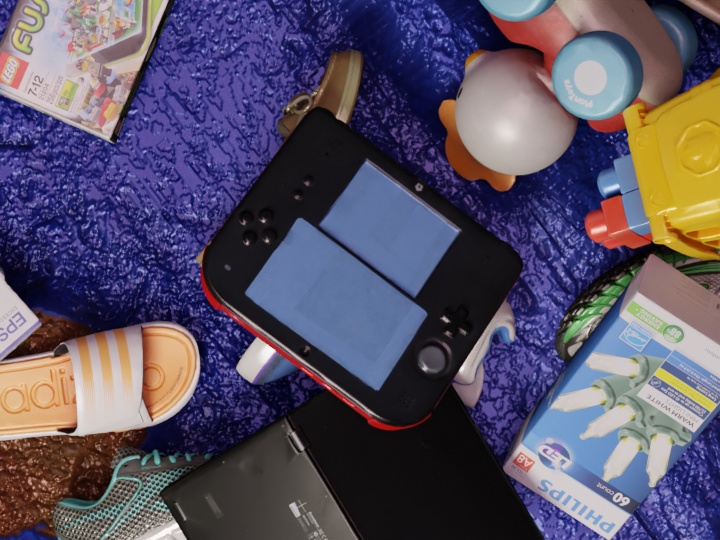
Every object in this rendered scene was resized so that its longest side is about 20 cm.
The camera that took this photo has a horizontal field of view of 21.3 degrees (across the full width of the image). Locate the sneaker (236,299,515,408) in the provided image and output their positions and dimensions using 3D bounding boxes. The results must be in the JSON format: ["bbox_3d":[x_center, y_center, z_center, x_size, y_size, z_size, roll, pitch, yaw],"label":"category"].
[{"bbox_3d":[0.022,0.061,1.452,0.200,0.081,0.147,-39,85,-8],"label":"sneaker"}]

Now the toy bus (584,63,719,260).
[{"bbox_3d":[0.263,-0.062,1.375,0.191,0.200,0.137,-21,72,27],"label":"toy bus"}]

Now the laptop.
[{"bbox_3d":[-0.006,0.183,1.410,0.199,0.116,0.188,-32,89,26],"label":"laptop"}]

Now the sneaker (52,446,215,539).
[{"bbox_3d":[-0.148,0.166,1.452,0.199,0.078,0.092,-33,85,-4],"label":"sneaker"}]

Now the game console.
[{"bbox_3d":[0.000,0.000,1.385,0.199,0.031,0.177,37,69,-3],"label":"game console"}]

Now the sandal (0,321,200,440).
[{"bbox_3d":[-0.222,0.093,1.457,0.205,0.059,0.080,-13,89,-2],"label":"sandal"}]

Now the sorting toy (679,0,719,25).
[{"bbox_3d":[0.318,-0.254,1.470,0.184,0.037,0.201,31,67,-1],"label":"sorting toy"}]

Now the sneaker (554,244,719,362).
[{"bbox_3d":[0.240,0.022,1.460,0.199,0.078,0.086,-26,90,-2],"label":"sneaker"}]

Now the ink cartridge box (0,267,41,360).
[{"bbox_3d":[-0.379,0.029,1.465,0.197,0.047,0.200,-40,91,-4],"label":"ink cartridge box"}]

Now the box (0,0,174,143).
[{"bbox_3d":[-0.202,-0.212,1.479,0.109,0.035,0.201,22,88,0],"label":"box"}]

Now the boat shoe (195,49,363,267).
[{"bbox_3d":[-0.058,-0.082,1.462,0.063,0.073,0.202,25,95,-5],"label":"boat shoe"}]

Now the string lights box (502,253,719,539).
[{"bbox_3d":[0.200,0.096,1.414,0.102,0.059,0.201,32,125,0],"label":"string lights box"}]

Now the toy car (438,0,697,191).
[{"bbox_3d":[0.123,-0.150,1.442,0.200,0.184,0.177,-40,86,28],"label":"toy car"}]
